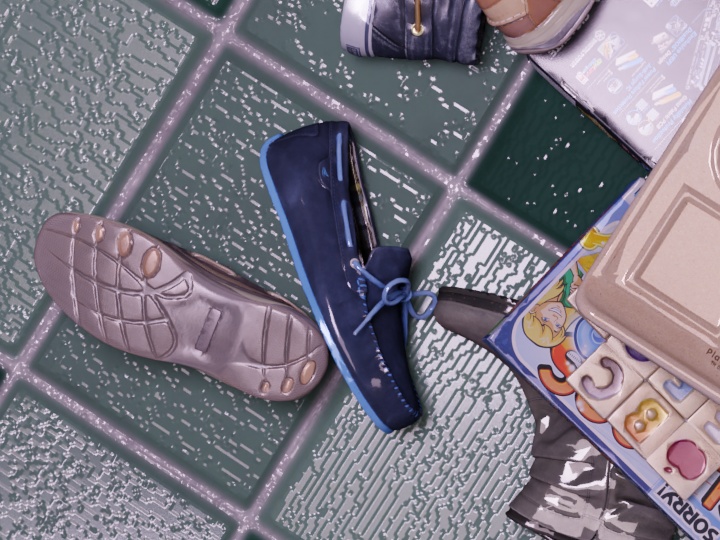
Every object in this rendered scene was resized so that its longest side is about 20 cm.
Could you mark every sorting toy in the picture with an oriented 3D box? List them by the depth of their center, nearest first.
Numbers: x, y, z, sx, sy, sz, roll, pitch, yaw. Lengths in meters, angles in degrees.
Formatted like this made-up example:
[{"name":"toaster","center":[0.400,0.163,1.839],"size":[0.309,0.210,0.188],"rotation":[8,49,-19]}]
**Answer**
[{"name":"sorting toy","center":[0.248,-0.011,1.473],"size":[0.185,0.036,0.200],"rotation":[33,83,2]}]

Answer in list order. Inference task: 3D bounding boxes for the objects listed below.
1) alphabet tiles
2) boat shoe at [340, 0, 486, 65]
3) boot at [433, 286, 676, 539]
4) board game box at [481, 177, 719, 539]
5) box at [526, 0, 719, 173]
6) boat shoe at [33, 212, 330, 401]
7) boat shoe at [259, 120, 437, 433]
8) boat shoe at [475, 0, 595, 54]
[{"name":"alphabet tiles","center":[0.225,0.030,1.488],"size":[0.200,0.006,0.166],"rotation":[-44,88,-1]},{"name":"boat shoe","center":[0.047,-0.228,1.586],"size":[0.091,0.071,0.201],"rotation":[9,95,7]},{"name":"boot","center":[0.117,0.098,1.558],"size":[0.200,0.068,0.131],"rotation":[24,90,7]},{"name":"board game box","center":[0.190,0.062,1.512],"size":[0.200,0.034,0.135],"rotation":[43,86,0]},{"name":"box","center":[0.225,-0.152,1.562],"size":[0.159,0.046,0.200],"rotation":[42,94,8]},{"name":"boat shoe","center":[-0.112,0.024,1.597],"size":[0.200,0.073,0.075],"rotation":[28,96,5]},{"name":"boat shoe","center":[0.000,0.000,1.575],"size":[0.069,0.084,0.200],"rotation":[-23,87,8]},{"name":"boat shoe","center":[0.131,-0.229,1.543],"size":[0.072,0.076,0.200],"rotation":[36,74,-27]}]
